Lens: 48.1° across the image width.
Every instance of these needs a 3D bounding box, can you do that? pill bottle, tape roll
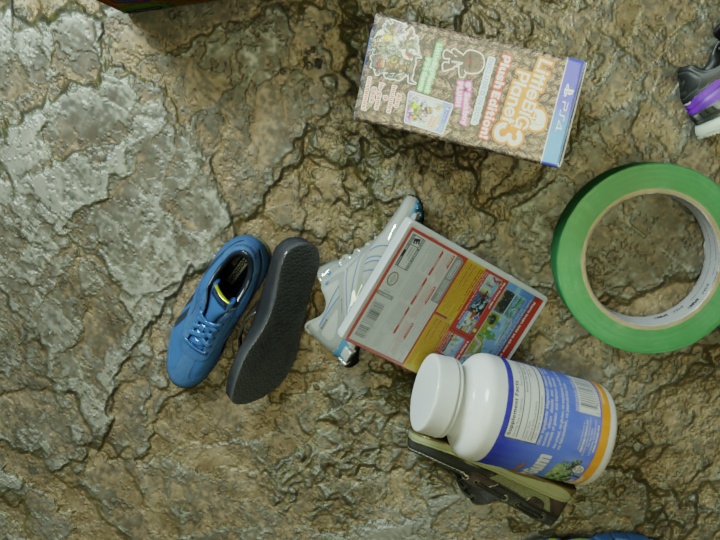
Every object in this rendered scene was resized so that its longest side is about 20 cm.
[{"bbox_3d":[0.157,0.152,0.852,0.197,0.112,0.113,15,100,-12],"label":"pill bottle"},{"bbox_3d":[0.308,-0.014,0.867,0.197,0.048,0.203,1,99,4],"label":"tape roll"}]

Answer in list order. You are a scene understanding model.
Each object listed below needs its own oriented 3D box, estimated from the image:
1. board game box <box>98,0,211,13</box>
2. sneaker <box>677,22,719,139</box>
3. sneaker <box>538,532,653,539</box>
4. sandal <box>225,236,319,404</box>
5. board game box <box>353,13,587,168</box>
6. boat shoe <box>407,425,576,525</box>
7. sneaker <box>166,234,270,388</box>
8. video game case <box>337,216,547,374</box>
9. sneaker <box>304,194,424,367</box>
[{"bbox_3d":[-0.185,-0.379,0.774,0.197,0.200,0.203,-7,98,5],"label":"board game box"},{"bbox_3d":[0.413,-0.225,0.816,0.199,0.070,0.100,-31,93,8],"label":"sneaker"},{"bbox_3d":[0.275,0.352,0.922,0.197,0.071,0.084,-3,112,6],"label":"sneaker"},{"bbox_3d":[-0.099,0.057,0.910,0.043,0.076,0.202,30,101,42],"label":"sandal"},{"bbox_3d":[0.104,-0.175,0.803,0.197,0.159,0.098,14,101,3],"label":"board game box"},{"bbox_3d":[0.141,0.233,0.907,0.199,0.072,0.067,20,95,-3],"label":"boat shoe"},{"bbox_3d":[-0.168,0.049,0.902,0.065,0.078,0.201,31,101,-3],"label":"sneaker"},{"bbox_3d":[0.092,0.048,0.868,0.199,0.017,0.144,27,100,-25],"label":"video game case"},{"bbox_3d":[0.000,0.000,0.886,0.086,0.075,0.202,30,95,15],"label":"sneaker"}]
